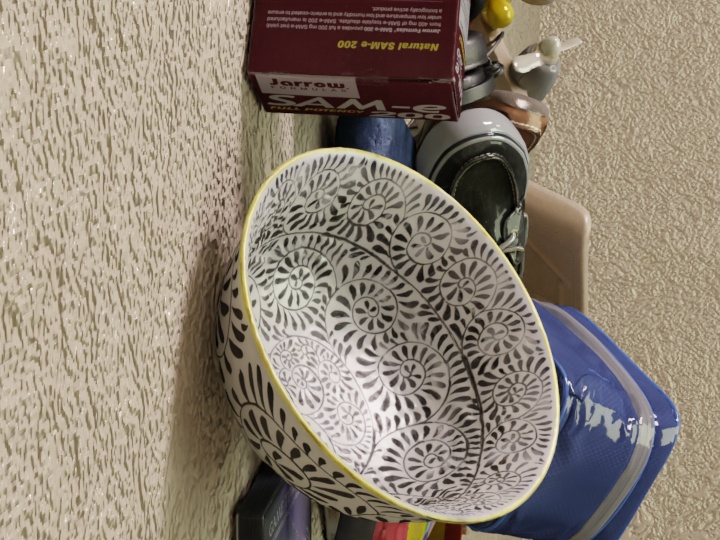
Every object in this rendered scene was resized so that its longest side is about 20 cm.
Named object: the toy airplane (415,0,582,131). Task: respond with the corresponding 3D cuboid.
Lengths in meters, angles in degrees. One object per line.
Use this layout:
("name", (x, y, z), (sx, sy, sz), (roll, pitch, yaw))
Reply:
("toy airplane", (0.082, -0.190, 1.443), (0.199, 0.141, 0.201), (-152, -132, -78))

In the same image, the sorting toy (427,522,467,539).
("sorting toy", (0.036, 0.240, 1.439), (0.199, 0.069, 0.201), (-76, 172, -59))

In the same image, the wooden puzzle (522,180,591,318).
("wooden puzzle", (0.109, -0.002, 1.578), (0.046, 0.185, 0.200), (-37, 140, -35))

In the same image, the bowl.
("bowl", (-0.005, 0.049, 0.997), (0.094, 0.201, 0.201), (-36, -150, 38))

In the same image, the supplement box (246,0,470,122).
("supplement box", (0.007, -0.183, 1.062), (0.061, 0.108, 0.201), (67, 27, -71))

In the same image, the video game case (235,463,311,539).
("video game case", (-0.047, 0.204, 1.128), (0.143, 0.019, 0.201), (-59, 149, -73))

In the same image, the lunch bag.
("lunch bag", (0.118, 0.099, 1.411), (0.136, 0.132, 0.200), (-59, -142, 16))

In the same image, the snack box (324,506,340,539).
("snack box", (0.001, 0.089, 1.379), (0.072, 0.024, 0.200), (85, 11, -49))

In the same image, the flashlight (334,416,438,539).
("flashlight", (0.015, 0.161, 1.115), (0.068, 0.068, 0.200), (-13, 127, -44))

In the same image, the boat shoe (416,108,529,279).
("boat shoe", (0.081, -0.024, 1.287), (0.200, 0.072, 0.071), (79, -5, -57))

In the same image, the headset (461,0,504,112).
("headset", (0.033, -0.143, 1.187), (0.200, 0.094, 0.124), (24, 65, -62))

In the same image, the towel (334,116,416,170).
("towel", (0.000, 0.000, 1.276), (0.112, 0.048, 0.201), (60, 35, -74))

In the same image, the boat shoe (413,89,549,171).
("boat shoe", (0.065, -0.061, 1.354), (0.200, 0.076, 0.072), (143, -45, -60))

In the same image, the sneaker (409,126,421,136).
("sneaker", (0.044, -0.008, 1.527), (0.079, 0.074, 0.201), (-60, 149, -47))

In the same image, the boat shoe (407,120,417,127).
("boat shoe", (0.067, -0.073, 1.667), (0.072, 0.061, 0.201), (-40, 147, -9))

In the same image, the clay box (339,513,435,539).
("clay box", (0.031, 0.114, 1.242), (0.200, 0.047, 0.115), (-54, 158, -54))
